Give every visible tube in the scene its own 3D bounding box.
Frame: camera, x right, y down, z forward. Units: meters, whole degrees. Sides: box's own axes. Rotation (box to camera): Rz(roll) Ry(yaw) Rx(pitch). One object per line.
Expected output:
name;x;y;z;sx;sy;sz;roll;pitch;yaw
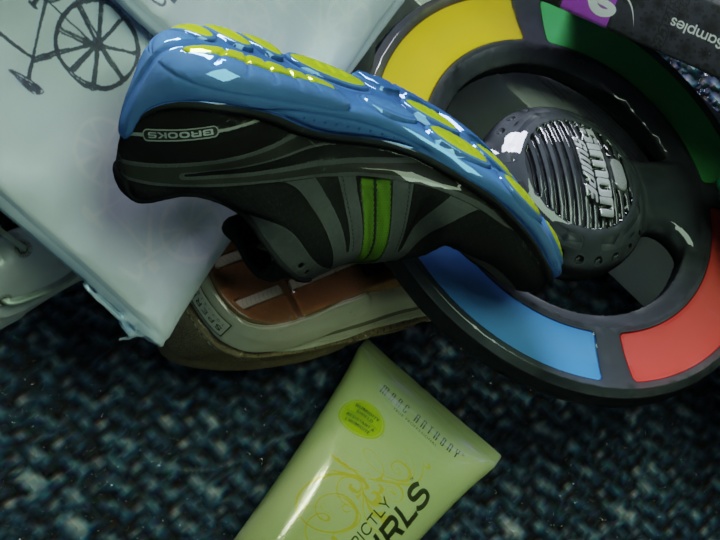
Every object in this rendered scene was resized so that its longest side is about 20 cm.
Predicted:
tube;-0.018;0.110;1.061;0.200;0.052;0.058;-48;132;-41

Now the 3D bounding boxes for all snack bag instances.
snack bag;-0.088;-0.101;1.008;0.189;0.021;0.200;43;72;-26

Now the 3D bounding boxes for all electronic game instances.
electronic game;0.086;-0.034;1.124;0.200;0.042;0.200;15;55;-23

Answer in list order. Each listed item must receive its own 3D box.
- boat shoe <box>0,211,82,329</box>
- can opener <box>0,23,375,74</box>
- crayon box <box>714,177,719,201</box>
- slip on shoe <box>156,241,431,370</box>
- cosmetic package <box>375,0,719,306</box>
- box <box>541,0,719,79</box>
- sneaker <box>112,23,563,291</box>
boat shoe;-0.144;-0.019;1.052;0.200;0.067;0.074;-28;79;-35
can opener;-0.086;-0.083;1.043;0.200;0.067;0.053;-19;52;-25
crayon box;0.242;0.005;1.185;0.200;0.058;0.119;1;65;-59
slip on shoe;0.000;0.000;1.120;0.200;0.061;0.076;-20;72;-41
cosmetic package;0.103;-0.068;1.215;0.200;0.051;0.083;44;50;0
box;0.187;-0.094;1.154;0.200;0.036;0.143;25;14;14
sneaker;-0.009;-0.032;1.019;0.200;0.083;0.071;18;20;-32
